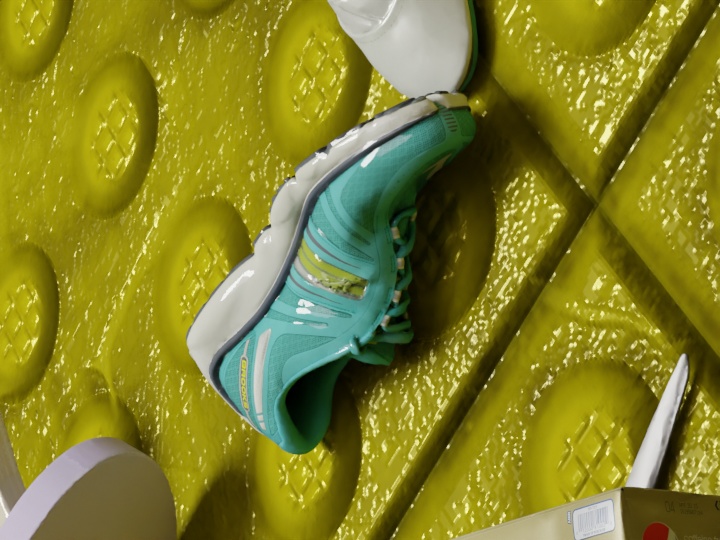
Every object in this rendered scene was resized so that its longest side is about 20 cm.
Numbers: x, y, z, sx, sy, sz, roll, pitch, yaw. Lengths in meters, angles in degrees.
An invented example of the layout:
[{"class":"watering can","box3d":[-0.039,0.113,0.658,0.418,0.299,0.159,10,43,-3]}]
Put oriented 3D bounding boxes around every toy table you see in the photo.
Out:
[{"class":"toy table","box3d":[-0.177,0.160,1.266,0.117,0.184,0.201,25,94,35]}]

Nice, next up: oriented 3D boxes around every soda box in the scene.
[{"class":"soda box","box3d":[0.059,0.137,1.006,0.200,0.067,0.064,-23,66,48]}]

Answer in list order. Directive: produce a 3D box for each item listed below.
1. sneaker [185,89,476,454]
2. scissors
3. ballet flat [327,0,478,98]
[{"class":"sneaker","box3d":[0.000,0.000,1.149,0.080,0.077,0.200,51,129,22]},{"class":"scissors","box3d":[0.091,0.129,1.030,0.073,0.014,0.201,8,91,55]},{"class":"ballet flat","box3d":[-0.003,-0.162,1.175,0.069,0.069,0.201,-41,52,41]}]
